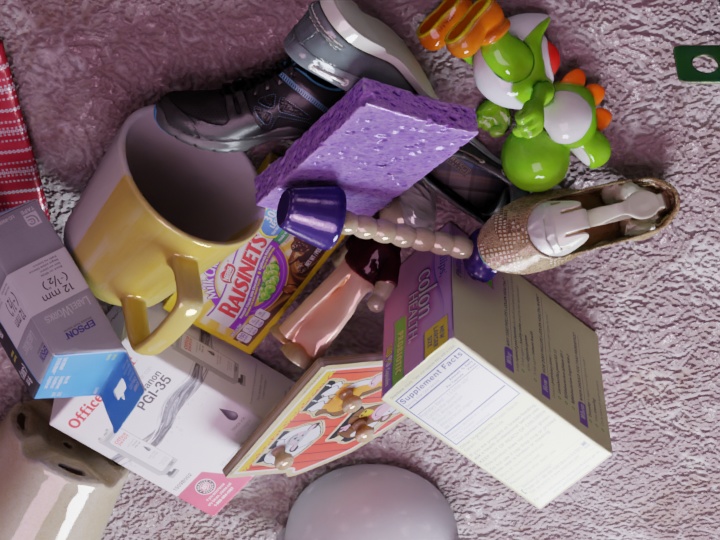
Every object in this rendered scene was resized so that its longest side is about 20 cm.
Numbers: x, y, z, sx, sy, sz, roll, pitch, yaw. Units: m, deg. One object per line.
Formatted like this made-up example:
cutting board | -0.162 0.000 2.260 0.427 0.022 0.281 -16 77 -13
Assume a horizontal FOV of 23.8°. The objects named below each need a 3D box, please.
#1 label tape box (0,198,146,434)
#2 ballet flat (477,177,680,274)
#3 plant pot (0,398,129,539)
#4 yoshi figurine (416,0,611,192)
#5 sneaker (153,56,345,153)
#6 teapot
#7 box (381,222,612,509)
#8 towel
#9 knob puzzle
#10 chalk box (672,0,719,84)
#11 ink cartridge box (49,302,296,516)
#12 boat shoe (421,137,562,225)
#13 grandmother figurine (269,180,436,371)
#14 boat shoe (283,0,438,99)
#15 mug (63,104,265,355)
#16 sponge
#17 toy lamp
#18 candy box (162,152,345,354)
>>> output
label tape box | -0.278 0.055 1.537 0.066 0.201 0.143 -26 171 -25
ballet flat | 0.196 -0.047 1.492 0.199 0.065 0.071 -18 87 -26
plant pot | -0.328 0.236 1.711 0.200 0.201 0.184 26 112 -16
yoshi figurine | 0.130 -0.139 1.457 0.112 0.113 0.200 -25 125 38
sneaker | -0.079 -0.150 1.478 0.199 0.073 0.082 0 124 -10
teapot | 0.007 0.307 1.759 0.197 0.146 0.200 36 121 -21
box | 0.124 0.087 1.571 0.200 0.176 0.097 36 120 -22
towel | -0.369 -0.119 1.538 0.144 0.023 0.201 -5 128 4
knob puzzle | -0.011 0.145 1.640 0.219 0.031 0.220 -25 153 -14
chalk box | 0.359 -0.179 1.398 0.199 0.125 0.124 -12 125 12
ink cartridge box | -0.184 0.131 1.676 0.200 0.083 0.147 32 122 -20
boat shoe | 0.122 -0.064 1.534 0.200 0.057 0.069 32 121 -19
grandmother figurine | 0.000 0.000 1.554 0.060 0.121 0.200 31 100 -39
boat shoe | 0.004 -0.168 1.416 0.062 0.073 0.200 -36 152 15
mug | -0.192 -0.033 1.504 0.149 0.187 0.153 40 128 -11
sponge | 0.001 -0.096 1.452 0.111 0.030 0.200 10 153 -28
toy lamp | 0.024 -0.034 1.480 0.199 0.058 0.058 12 127 -23
candy box | -0.094 -0.013 1.602 0.102 0.026 0.200 30 122 -15
